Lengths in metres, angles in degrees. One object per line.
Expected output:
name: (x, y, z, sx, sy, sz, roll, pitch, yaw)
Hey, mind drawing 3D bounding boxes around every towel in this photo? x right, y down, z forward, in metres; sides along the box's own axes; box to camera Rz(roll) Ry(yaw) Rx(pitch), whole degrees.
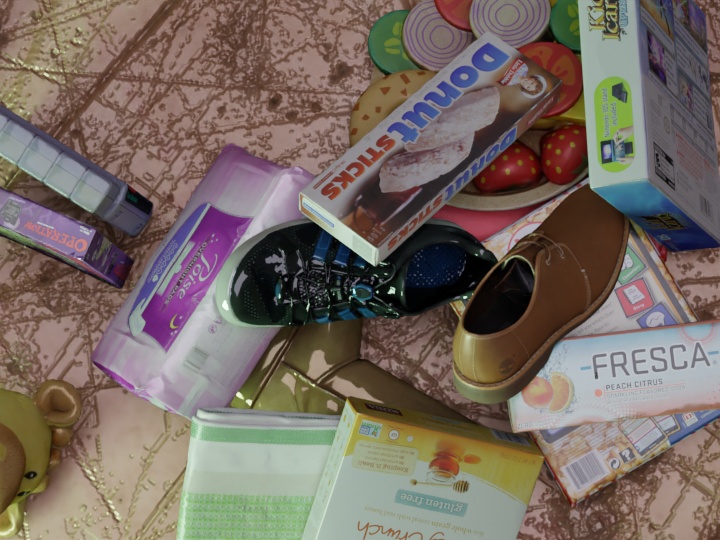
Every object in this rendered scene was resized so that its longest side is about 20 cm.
towel: (-0.060, 0.193, 1.529, 0.149, 0.031, 0.200, 4, 106, -16)

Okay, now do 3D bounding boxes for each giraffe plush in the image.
giraffe plush: (-0.297, 0.122, 1.538, 0.162, 0.173, 0.200, 30, 48, -6)

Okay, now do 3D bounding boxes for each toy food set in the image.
toy food set: (0.097, -0.138, 1.584, 0.200, 0.049, 0.198, 9, 71, 15)

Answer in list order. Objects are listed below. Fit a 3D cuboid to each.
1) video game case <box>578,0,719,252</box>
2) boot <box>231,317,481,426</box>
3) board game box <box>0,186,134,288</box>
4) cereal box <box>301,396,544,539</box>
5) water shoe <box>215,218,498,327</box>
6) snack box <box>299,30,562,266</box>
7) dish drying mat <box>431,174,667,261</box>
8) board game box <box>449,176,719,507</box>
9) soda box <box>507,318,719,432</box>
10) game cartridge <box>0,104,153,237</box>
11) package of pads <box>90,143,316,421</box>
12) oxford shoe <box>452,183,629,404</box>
video game case: (0.205, -0.122, 1.519, 0.045, 0.200, 0.181, -7, 75, 22)
boot: (0.029, 0.086, 1.575, 0.200, 0.066, 0.175, 33, 97, 5)
board game box: (-0.229, -0.030, 1.520, 0.120, 0.200, 0.032, 19, 85, 4)
cereal box: (0.031, 0.199, 1.517, 0.144, 0.040, 0.200, 13, 104, -16)
water shoe: (0.000, 0.000, 1.485, 0.200, 0.079, 0.072, -12, 106, -24)
snack box: (0.050, -0.087, 1.503, 0.072, 0.024, 0.200, 36, 62, 22)
dish drying mat: (0.130, -0.049, 1.610, 0.200, 0.018, 0.077, 4, 84, 1)
board game box: (0.166, 0.048, 1.573, 0.151, 0.046, 0.200, -30, 87, 1)
soda box: (0.201, 0.072, 1.512, 0.200, 0.068, 0.064, -6, 86, 3)
game cartridge: (-0.214, -0.074, 1.525, 0.130, 0.200, 0.038, 28, 88, 4)
package of pads: (-0.100, 0.010, 1.551, 0.076, 0.120, 0.200, 36, 83, -29)
oxford shoe: (0.128, 0.000, 1.483, 0.071, 0.071, 0.200, 19, 52, 26)
